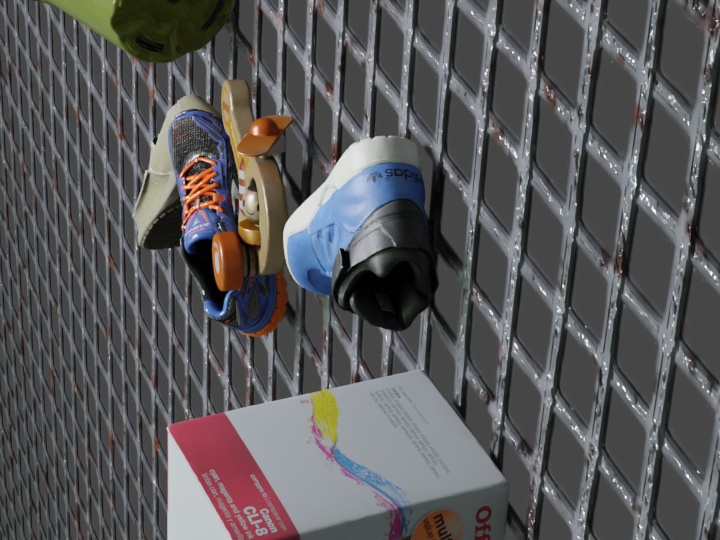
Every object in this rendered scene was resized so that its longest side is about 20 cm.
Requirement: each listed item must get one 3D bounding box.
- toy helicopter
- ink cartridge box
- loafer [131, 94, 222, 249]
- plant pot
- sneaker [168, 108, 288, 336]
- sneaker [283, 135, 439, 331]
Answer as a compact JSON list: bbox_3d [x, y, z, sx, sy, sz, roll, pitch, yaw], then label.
[{"bbox_3d":[-0.088,-0.088,1.708,0.133,0.078,0.201,97,163,-45],"label":"toy helicopter"},{"bbox_3d":[-0.017,0.180,1.443,0.145,0.198,0.146,-129,33,-50],"label":"ink cartridge box"},{"bbox_3d":[-0.158,-0.088,1.918,0.200,0.075,0.069,-55,46,51],"label":"loafer"},{"bbox_3d":[-0.200,-0.276,1.807,0.190,0.199,0.201,44,142,40],"label":"plant pot"},{"bbox_3d":[-0.118,-0.043,1.776,0.075,0.078,0.201,-25,79,26],"label":"sneaker"},{"bbox_3d":[-0.001,0.000,1.491,0.200,0.076,0.112,128,139,-57],"label":"sneaker"}]
